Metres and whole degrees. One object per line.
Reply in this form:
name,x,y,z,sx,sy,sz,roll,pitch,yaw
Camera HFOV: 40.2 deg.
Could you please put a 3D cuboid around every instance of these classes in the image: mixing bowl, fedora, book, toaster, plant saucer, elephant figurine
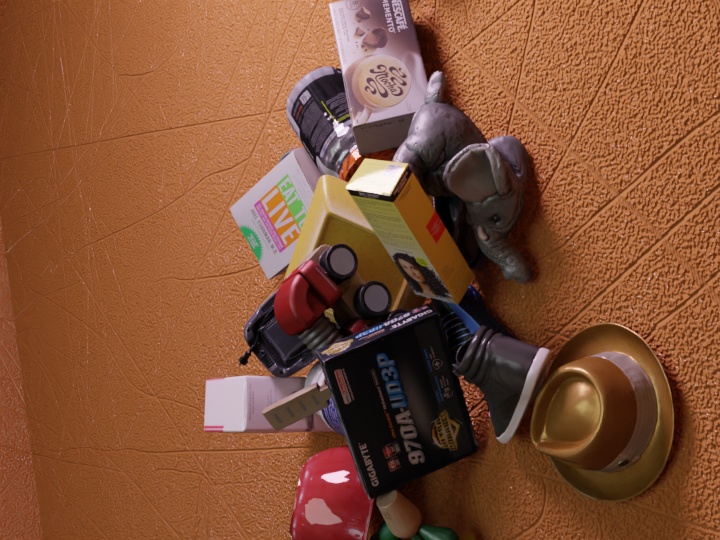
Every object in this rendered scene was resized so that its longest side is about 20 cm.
mixing bowl,-0.039,0.331,1.382,0.200,0.106,0.204,-169,90,-90
fedora,0.243,0.155,1.061,0.199,0.081,0.205,-2,87,57
book,-0.115,-0.087,1.535,0.199,0.048,0.135,-35,85,47
toaster,-0.090,0.079,1.475,0.199,0.129,0.114,-41,88,5
plant saucer,0.000,0.000,1.344,0.049,0.197,0.203,-61,-6,-66
elephant figurine,0.144,-0.108,1.181,0.197,0.143,0.156,24,151,16

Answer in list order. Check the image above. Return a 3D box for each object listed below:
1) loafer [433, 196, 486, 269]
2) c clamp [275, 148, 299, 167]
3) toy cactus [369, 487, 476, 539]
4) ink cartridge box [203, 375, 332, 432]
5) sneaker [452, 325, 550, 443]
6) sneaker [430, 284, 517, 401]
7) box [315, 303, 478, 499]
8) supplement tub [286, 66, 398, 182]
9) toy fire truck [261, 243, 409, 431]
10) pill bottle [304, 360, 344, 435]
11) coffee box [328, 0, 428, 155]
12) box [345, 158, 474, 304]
loafer,0.120,-0.103,1.271,0.072,0.062,0.204,-23,70,54
c clamp,-0.082,-0.084,1.557,0.201,0.027,0.171,50,123,14
toy cactus,0.067,0.351,1.274,0.198,0.103,0.166,5,138,51
ink cartridge box,-0.122,0.207,1.514,0.145,0.197,0.087,-13,73,55
sneaker,0.155,0.128,1.138,0.098,0.071,0.201,27,151,15
sneaker,0.131,0.078,1.248,0.201,0.069,0.079,53,127,42
box,0.048,0.163,1.229,0.046,0.157,0.203,-136,27,-68
supplement tub,-0.021,-0.196,1.436,0.201,0.121,0.124,58,134,40
toy fire truck,-0.055,0.096,1.263,0.176,0.200,0.128,47,153,-8
pill bottle,0.007,0.179,1.389,0.199,0.118,0.122,5,93,56
coffee box,0.030,-0.272,1.338,0.080,0.111,0.203,72,-173,-66
box,0.062,-0.043,1.169,0.074,0.201,0.050,12,58,43
